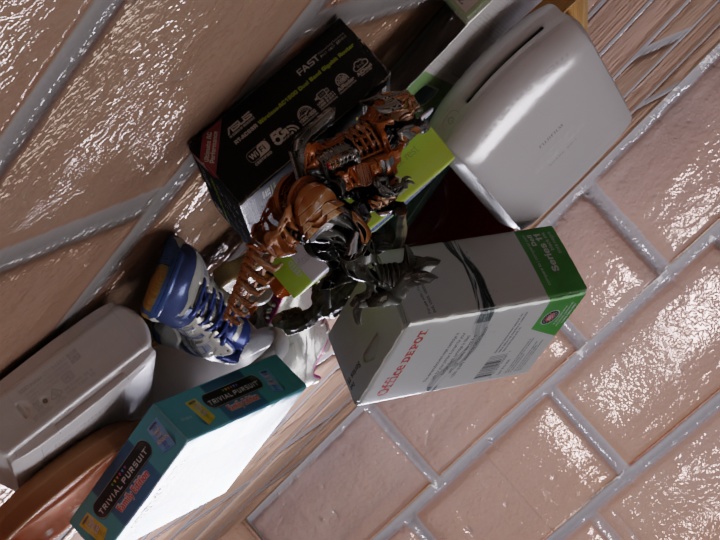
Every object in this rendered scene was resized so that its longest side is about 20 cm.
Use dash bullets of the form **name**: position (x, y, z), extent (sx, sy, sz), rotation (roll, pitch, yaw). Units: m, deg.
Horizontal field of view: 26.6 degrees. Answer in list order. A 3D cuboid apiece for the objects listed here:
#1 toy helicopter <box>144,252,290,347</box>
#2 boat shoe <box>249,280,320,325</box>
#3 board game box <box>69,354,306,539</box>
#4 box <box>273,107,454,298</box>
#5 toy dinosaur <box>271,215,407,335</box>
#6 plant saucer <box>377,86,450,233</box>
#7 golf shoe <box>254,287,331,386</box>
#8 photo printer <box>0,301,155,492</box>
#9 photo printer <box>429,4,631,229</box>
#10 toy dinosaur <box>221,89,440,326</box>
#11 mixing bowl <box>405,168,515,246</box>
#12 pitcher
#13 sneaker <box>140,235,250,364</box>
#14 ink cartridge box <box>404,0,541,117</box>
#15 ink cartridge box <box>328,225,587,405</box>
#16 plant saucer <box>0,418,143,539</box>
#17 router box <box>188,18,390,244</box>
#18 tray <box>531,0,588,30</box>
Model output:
- **toy helicopter**: position (-0.128, 0.019, 1.450), extent (0.199, 0.079, 0.132), rotation (-29, 170, 1)
- **boat shoe**: position (-0.072, 0.011, 1.642), extent (0.200, 0.073, 0.063), rotation (-36, 177, 9)
- **board game box**: position (-0.151, 0.161, 1.363), extent (0.151, 0.047, 0.200), rotation (-53, 164, 25)
- **box**: position (0.000, -0.053, 1.275), extent (0.122, 0.048, 0.200), rotation (-41, 180, -24)
- **toy dinosaur**: position (0.000, 0.000, 1.421), extent (0.200, 0.048, 0.088), rotation (-43, 175, 33)
- **plant saucer**: position (0.047, -0.096, 1.453), extent (0.201, 0.070, 0.019), rotation (-55, -164, 12)
- **golf shoe**: position (-0.071, 0.046, 1.597), extent (0.091, 0.075, 0.201), rotation (-3, 125, -25)
- **photo printer**: position (-0.256, 0.118, 1.326), extent (0.166, 0.070, 0.200), rotation (-39, 172, -18)
- **photo printer**: position (0.152, -0.139, 1.370), extent (0.166, 0.069, 0.200), rotation (-45, 150, 2)
- **toy dinosaur**: position (-0.023, -0.040, 1.108), extent (0.199, 0.136, 0.102), rotation (-34, -147, 8)
- **mixing bowl**: position (0.046, -0.058, 1.531), extent (0.200, 0.200, 0.108), rotation (-43, -161, 6)
- **pitcher**: position (-0.170, 0.120, 1.491), extent (0.200, 0.122, 0.171), rotation (-43, -161, -23)
- **sneaker**: position (-0.133, 0.029, 1.305), extent (0.200, 0.088, 0.076), rotation (92, 21, -76)
- **ink cartridge box**: position (0.093, -0.217, 1.320), extent (0.200, 0.048, 0.145), rotation (-42, 172, 12)
- **ink cartridge box**: position (0.087, 0.042, 1.419), extent (0.199, 0.083, 0.147), rotation (-9, 149, -29)
- **plant saucer**: position (-0.264, 0.197, 1.346), extent (0.200, 0.032, 0.200), rotation (-41, 171, -7)
- **router box**: position (-0.050, -0.099, 1.199), extent (0.150, 0.062, 0.200), rotation (-40, 171, -7)
- **tray**: position (0.197, -0.256, 1.640), extent (0.099, 0.037, 0.200), rotation (-43, 173, 4)
